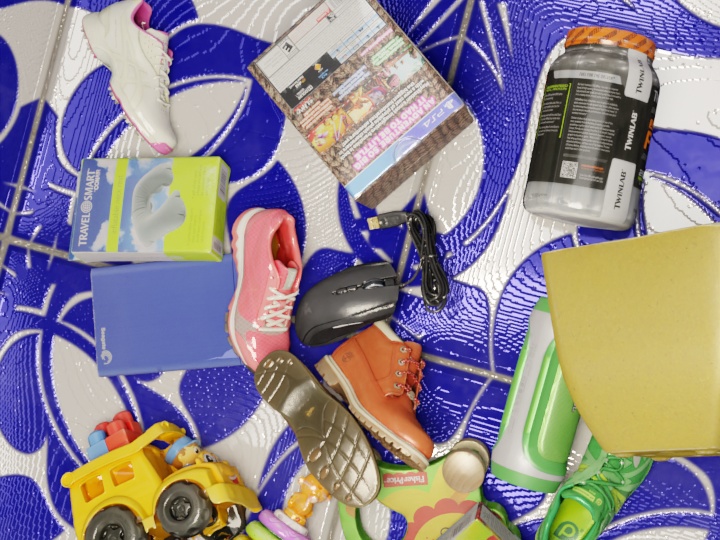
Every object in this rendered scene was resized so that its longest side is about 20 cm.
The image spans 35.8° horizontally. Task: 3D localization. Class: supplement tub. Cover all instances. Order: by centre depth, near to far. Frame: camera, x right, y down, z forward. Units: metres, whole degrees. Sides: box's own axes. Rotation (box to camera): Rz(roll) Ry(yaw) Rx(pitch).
[{"bbox_3d":[0.250,-0.150,1.192,0.122,0.123,0.201,11,90,13],"label":"supplement tub"}]

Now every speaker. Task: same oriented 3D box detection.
[{"bbox_3d":[0.203,0.133,1.206,0.088,0.088,0.201,16,90,13],"label":"speaker"}]

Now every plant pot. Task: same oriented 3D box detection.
[{"bbox_3d":[0.309,0.081,1.085,0.195,0.194,0.201,-11,73,38],"label":"plant pot"}]

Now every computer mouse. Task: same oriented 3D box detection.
[{"bbox_3d":[0.000,0.000,1.264,0.199,0.046,0.141,-18,59,25],"label":"computer mouse"}]

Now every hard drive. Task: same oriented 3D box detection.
[{"bbox_3d":[-0.222,0.054,1.333,0.199,0.025,0.133,-6,86,12],"label":"hard drive"}]

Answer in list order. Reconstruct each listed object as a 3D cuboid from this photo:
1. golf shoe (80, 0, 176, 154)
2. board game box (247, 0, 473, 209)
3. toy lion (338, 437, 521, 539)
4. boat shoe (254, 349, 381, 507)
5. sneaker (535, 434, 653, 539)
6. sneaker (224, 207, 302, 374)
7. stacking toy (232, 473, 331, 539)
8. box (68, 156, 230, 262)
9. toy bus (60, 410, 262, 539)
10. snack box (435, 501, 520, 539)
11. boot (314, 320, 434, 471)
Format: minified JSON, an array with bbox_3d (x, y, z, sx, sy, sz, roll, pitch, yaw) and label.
[{"bbox_3d":[-0.259,-0.237,1.334,0.091,0.075,0.201,-28,83,6],"label":"golf shoe"},{"bbox_3d":[0.002,-0.199,1.261,0.159,0.097,0.200,-40,80,8],"label":"board game box"},{"bbox_3d":[0.078,0.291,1.242,0.199,0.069,0.193,-5,93,12],"label":"toy lion"},{"bbox_3d":[-0.037,0.171,1.215,0.072,0.068,0.200,-42,64,5],"label":"boat shoe"},{"bbox_3d":[0.255,0.233,1.190,0.074,0.084,0.201,30,93,13],"label":"sneaker"},{"bbox_3d":[-0.104,0.024,1.266,0.087,0.074,0.201,-8,83,53],"label":"sneaker"},{"bbox_3d":[-0.098,0.313,1.262,0.116,0.110,0.200,35,82,-10],"label":"stacking toy"},{"bbox_3d":[-0.260,-0.073,1.328,0.199,0.048,0.123,0,75,12],"label":"box"},{"bbox_3d":[-0.238,0.241,1.285,0.199,0.136,0.193,-26,66,8],"label":"toy bus"},{"bbox_3d":[0.107,0.367,1.198,0.142,0.053,0.200,45,106,0],"label":"snack box"},{"bbox_3d":[0.037,0.130,1.215,0.107,0.075,0.200,-40,45,-3],"label":"boot"}]
